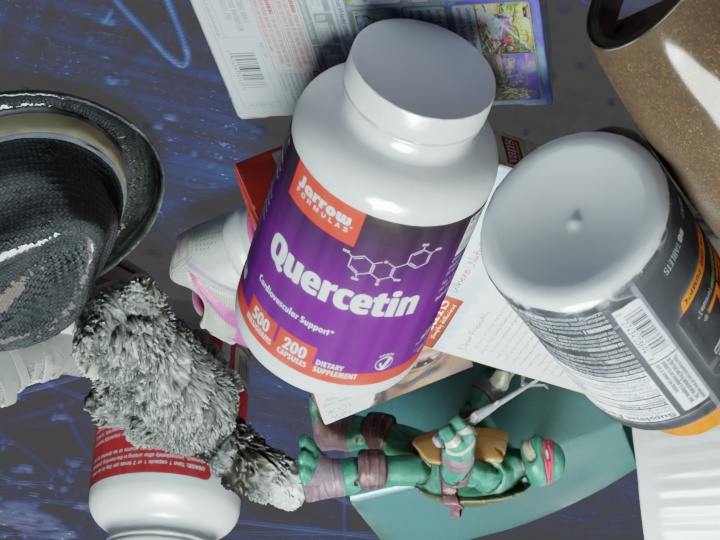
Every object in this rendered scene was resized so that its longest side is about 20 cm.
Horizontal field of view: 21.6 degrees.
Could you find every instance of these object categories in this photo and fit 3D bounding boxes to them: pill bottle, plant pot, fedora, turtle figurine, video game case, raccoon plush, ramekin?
[{"bbox_3d":[0.005,-0.033,1.012,0.111,0.113,0.201,9,134,-13],"label":"pill bottle"},{"bbox_3d":[0.097,0.109,1.405,0.198,0.142,0.142,-13,152,12],"label":"plant pot"},{"bbox_3d":[-0.211,-0.015,1.164,0.199,0.092,0.201,-8,141,-6],"label":"fedora"},{"bbox_3d":[0.063,0.114,1.265,0.198,0.102,0.150,-3,-170,8],"label":"turtle figurine"},{"bbox_3d":[0.004,-0.151,0.981,0.180,0.046,0.200,-1,154,10],"label":"video game case"},{"bbox_3d":[-0.141,0.133,1.393,0.111,0.202,0.112,2,154,1],"label":"pill bottle"},{"bbox_3d":[-0.111,0.074,1.280,0.199,0.097,0.134,24,162,6],"label":"raccoon plush"},{"bbox_3d":[0.217,-0.095,0.957,0.199,0.188,0.186,35,142,-23],"label":"plant pot"},{"bbox_3d":[0.149,0.019,1.025,0.105,0.107,0.200,-10,148,25],"label":"pill bottle"},{"bbox_3d":[0.251,0.150,1.384,0.093,0.204,0.203,-6,153,10],"label":"ramekin"}]

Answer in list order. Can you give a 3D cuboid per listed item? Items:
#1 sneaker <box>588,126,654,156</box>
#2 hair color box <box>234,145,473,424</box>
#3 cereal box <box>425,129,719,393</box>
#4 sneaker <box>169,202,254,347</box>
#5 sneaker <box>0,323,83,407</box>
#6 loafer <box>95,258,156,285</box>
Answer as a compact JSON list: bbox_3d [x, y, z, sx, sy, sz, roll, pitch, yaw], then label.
[{"bbox_3d":[0.160,-0.011,1.196,0.113,0.077,0.200,6,135,-18],"label":"sneaker"},{"bbox_3d":[0.000,0.000,1.184,0.110,0.064,0.201,-21,141,-5],"label":"hair color box"},{"bbox_3d":[0.132,0.006,1.121,0.199,0.040,0.144,18,129,-19],"label":"cereal box"},{"bbox_3d":[-0.065,0.016,1.300,0.088,0.082,0.200,-7,144,21],"label":"sneaker"},{"bbox_3d":[-0.264,0.066,1.366,0.074,0.083,0.199,6,176,32],"label":"sneaker"},{"bbox_3d":[-0.232,0.009,1.307,0.199,0.063,0.072,23,147,-35],"label":"loafer"}]
